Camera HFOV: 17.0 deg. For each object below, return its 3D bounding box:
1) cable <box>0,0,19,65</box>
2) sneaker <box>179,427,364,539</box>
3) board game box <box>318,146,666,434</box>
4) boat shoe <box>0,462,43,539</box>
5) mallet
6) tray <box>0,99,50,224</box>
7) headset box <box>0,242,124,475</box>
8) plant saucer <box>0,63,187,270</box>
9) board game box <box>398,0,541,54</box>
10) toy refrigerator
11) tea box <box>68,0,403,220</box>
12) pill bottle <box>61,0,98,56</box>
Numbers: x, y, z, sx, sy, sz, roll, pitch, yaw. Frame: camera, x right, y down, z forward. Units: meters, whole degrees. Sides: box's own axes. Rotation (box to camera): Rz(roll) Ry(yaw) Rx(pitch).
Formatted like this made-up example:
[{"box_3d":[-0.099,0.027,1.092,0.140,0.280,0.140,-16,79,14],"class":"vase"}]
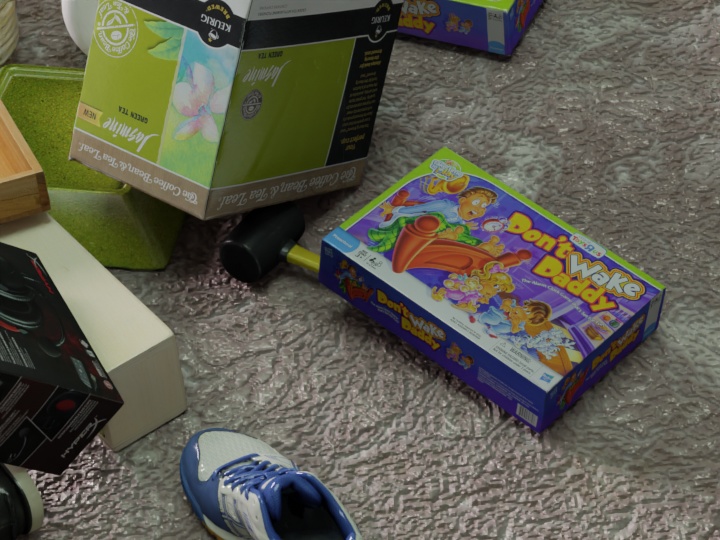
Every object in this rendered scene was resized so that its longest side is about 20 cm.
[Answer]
[{"box_3d":[-0.371,-0.196,1.915,0.200,0.069,0.200,-24,31,-21],"class":"cable"},{"box_3d":[-0.048,0.147,1.523,0.075,0.088,0.200,-31,47,-22],"class":"sneaker"},{"box_3d":[0.090,0.010,1.662,0.200,0.045,0.134,34,52,25],"class":"board game box"},{"box_3d":[-0.289,0.112,1.595,0.063,0.074,0.201,-24,50,-30],"class":"boat shoe"},{"box_3d":[0.000,0.000,1.717,0.200,0.041,0.066,17,45,16],"class":"mallet"},{"box_3d":[-0.299,-0.086,1.741,0.099,0.037,0.200,-17,33,-15],"class":"tray"},{"box_3d":[-0.267,0.040,1.526,0.075,0.200,0.149,-48,53,18],"class":"headset box"},{"box_3d":[-0.221,-0.092,1.825,0.200,0.048,0.200,5,44,11],"class":"plant saucer"},{"box_3d":[0.052,-0.251,1.955,0.200,0.045,0.135,14,47,20],"class":"board game box"},{"box_3d":[-0.207,0.033,1.670,0.070,0.076,0.200,-30,49,-24],"class":"toy refrigerator"},{"box_3d":[-0.083,-0.158,1.724,0.134,0.197,0.200,23,20,29],"class":"tea box"},{"box_3d":[-0.181,-0.238,1.910,0.109,0.109,0.200,-7,23,-2],"class":"pill bottle"}]
